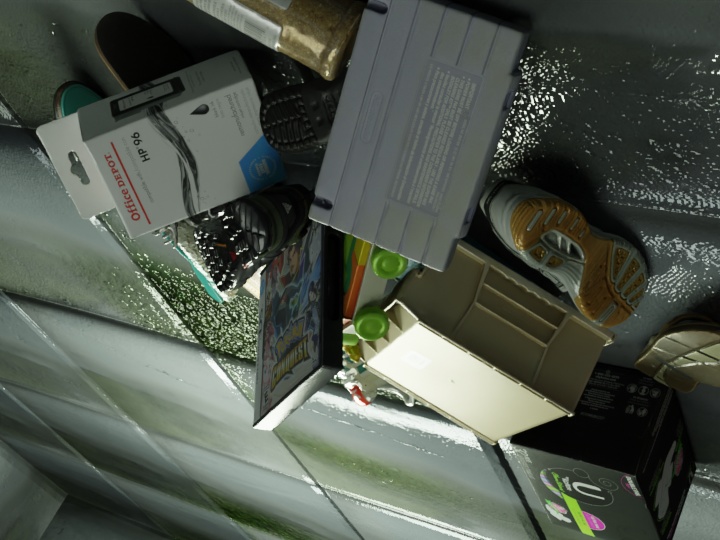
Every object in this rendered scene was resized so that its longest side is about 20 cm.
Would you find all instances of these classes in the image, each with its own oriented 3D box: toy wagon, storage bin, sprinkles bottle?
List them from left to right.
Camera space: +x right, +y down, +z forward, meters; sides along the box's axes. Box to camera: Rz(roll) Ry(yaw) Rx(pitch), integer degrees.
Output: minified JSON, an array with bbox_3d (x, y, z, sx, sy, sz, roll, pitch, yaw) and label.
[{"bbox_3d":[-0.093,-0.225,0.813,0.200,0.068,0.068,29,154,2],"label":"sprinkles bottle"},{"bbox_3d":[0.000,0.000,0.979,0.039,0.155,0.200,7,121,-13],"label":"toy wagon"},{"bbox_3d":[0.109,0.074,1.028,0.198,0.094,0.200,32,158,-4],"label":"storage bin"}]

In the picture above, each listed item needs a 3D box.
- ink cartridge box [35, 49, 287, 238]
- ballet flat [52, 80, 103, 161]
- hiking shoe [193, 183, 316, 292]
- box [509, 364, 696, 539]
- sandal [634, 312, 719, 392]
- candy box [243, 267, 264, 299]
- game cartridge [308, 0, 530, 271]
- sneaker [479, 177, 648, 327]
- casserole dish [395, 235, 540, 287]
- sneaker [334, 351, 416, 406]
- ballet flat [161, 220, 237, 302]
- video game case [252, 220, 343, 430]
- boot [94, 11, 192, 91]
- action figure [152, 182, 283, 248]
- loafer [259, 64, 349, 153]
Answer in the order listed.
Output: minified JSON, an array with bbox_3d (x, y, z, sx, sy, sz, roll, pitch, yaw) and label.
[{"bbox_3d":[-0.182,-0.108,0.953,0.068,0.200,0.116,-117,7,-51],"label":"ink cartridge box"},{"bbox_3d":[-0.290,-0.135,1.175,0.068,0.068,0.200,15,151,44],"label":"ballet flat"},{"bbox_3d":[-0.094,-0.034,1.001,0.200,0.101,0.076,-20,93,64],"label":"hiking shoe"},{"bbox_3d":[0.278,0.209,1.162,0.148,0.124,0.200,10,147,34],"label":"box"},{"bbox_3d":[0.315,0.072,0.972,0.080,0.054,0.200,32,169,5],"label":"sandal"},{"bbox_3d":[-0.065,-0.006,1.191,0.115,0.055,0.200,41,150,-21],"label":"candy box"},{"bbox_3d":[0.044,-0.110,0.807,0.129,0.038,0.200,21,114,8],"label":"game cartridge"},{"bbox_3d":[0.184,-0.022,0.924,0.200,0.076,0.088,39,-177,-39],"label":"sneaker"},{"bbox_3d":[0.103,0.013,1.081,0.200,0.039,0.121,34,154,-11],"label":"casserole dish"},{"bbox_3d":[-0.010,0.112,1.242,0.199,0.094,0.070,13,164,-19],"label":"sneaker"},{"bbox_3d":[-0.192,-0.031,1.253,0.072,0.072,0.200,17,159,23],"label":"ballet flat"},{"bbox_3d":[-0.064,0.045,1.033,0.025,0.181,0.200,11,152,-20],"label":"video game case"},{"bbox_3d":[-0.190,-0.169,1.014,0.200,0.074,0.075,43,157,-32],"label":"boot"},{"bbox_3d":[-0.189,-0.081,1.114,0.200,0.119,0.102,12,115,15],"label":"action figure"},{"bbox_3d":[0.010,-0.147,0.872,0.200,0.071,0.073,-2,108,30],"label":"loafer"}]
